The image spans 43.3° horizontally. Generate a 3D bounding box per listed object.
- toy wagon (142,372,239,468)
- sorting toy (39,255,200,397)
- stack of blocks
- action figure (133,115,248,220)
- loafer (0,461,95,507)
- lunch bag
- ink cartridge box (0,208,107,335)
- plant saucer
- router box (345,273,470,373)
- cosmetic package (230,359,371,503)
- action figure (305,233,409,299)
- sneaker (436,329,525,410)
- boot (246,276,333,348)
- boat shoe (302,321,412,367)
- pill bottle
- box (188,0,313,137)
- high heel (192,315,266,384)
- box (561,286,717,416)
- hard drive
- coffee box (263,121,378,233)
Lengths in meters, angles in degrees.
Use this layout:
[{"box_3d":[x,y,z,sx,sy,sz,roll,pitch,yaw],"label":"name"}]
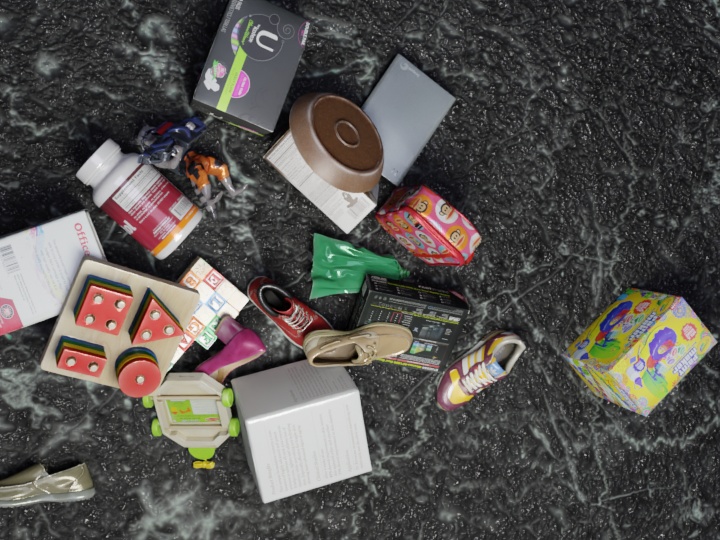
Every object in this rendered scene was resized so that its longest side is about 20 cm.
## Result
[{"box_3d":[-0.292,0.265,1.597,0.154,0.040,0.201,-1,124,8],"label":"toy wagon"},{"box_3d":[-0.379,0.104,1.450,0.198,0.070,0.201,19,105,-29],"label":"sorting toy"},{"box_3d":[-0.304,0.087,1.595,0.115,0.059,0.200,42,84,-14],"label":"stack of blocks"},{"box_3d":[-0.307,-0.174,1.530,0.193,0.200,0.105,39,124,5],"label":"action figure"},{"box_3d":[-0.558,0.363,1.553,0.199,0.075,0.070,-1,83,-19],"label":"loafer"},{"box_3d":[0.128,-0.071,1.623,0.176,0.200,0.082,41,80,-14],"label":"lunch bag"},{"box_3d":[-0.517,-0.003,1.487,0.199,0.145,0.146,-20,100,-12],"label":"ink cartridge box"},{"box_3d":[-0.031,-0.228,1.556,0.200,0.034,0.201,22,51,-30],"label":"plant saucer"},{"box_3d":[0.082,0.100,1.665,0.199,0.062,0.150,12,119,-15],"label":"router box"},{"box_3d":[-0.105,0.270,1.591,0.199,0.166,0.168,-13,112,-13],"label":"cosmetic package"},{"box_3d":[0.000,0.000,1.669,0.199,0.055,0.119,5,92,-22],"label":"action figure"},{"box_3d":[0.227,0.191,1.725,0.200,0.090,0.075,-46,104,-7],"label":"sneaker"},{"box_3d":[-0.110,0.089,1.602,0.200,0.144,0.073,39,83,-16],"label":"boot"},{"box_3d":[0.000,0.140,1.597,0.199,0.065,0.072,-6,122,-12],"label":"boat shoe"},{"box_3d":[-0.374,-0.123,1.531,0.200,0.113,0.113,43,84,-13],"label":"pill bottle"},{"box_3d":[-0.190,-0.351,1.554,0.148,0.124,0.201,20,88,-15],"label":"box"},{"box_3d":[-0.232,0.182,1.580,0.096,0.067,0.201,37,110,24],"label":"high heel"},{"box_3d":[0.533,0.151,1.749,0.200,0.193,0.122,-44,103,-8],"label":"box"},{"box_3d":[0.066,-0.276,1.674,0.139,0.033,0.200,35,85,-14],"label":"hard drive"},{"box_3d":[-0.066,-0.174,1.599,0.200,0.114,0.080,42,109,-13],"label":"coffee box"}]
